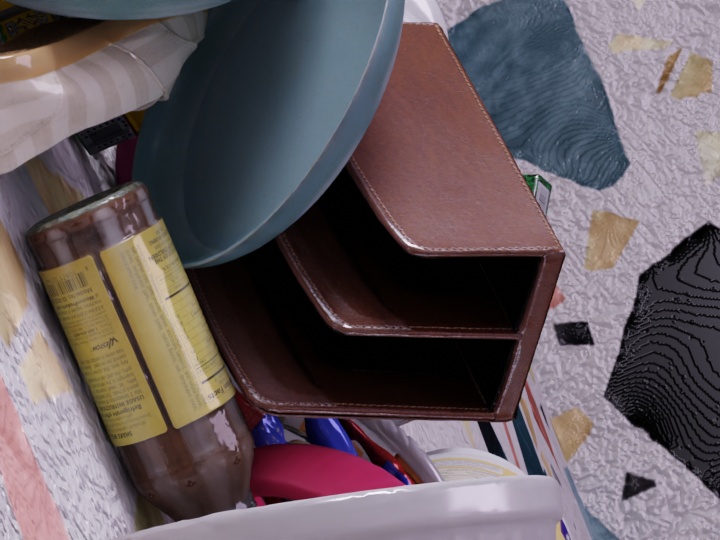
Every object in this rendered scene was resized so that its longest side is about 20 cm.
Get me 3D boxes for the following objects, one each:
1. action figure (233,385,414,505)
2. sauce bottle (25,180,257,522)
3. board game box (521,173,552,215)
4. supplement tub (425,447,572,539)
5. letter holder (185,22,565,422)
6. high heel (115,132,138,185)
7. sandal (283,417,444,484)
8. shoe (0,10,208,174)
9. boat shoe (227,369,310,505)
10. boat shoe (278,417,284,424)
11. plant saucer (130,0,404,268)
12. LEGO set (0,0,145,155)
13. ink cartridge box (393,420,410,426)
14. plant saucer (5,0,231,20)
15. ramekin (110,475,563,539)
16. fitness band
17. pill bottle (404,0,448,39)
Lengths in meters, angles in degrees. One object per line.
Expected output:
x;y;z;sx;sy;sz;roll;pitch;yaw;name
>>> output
-0.015;0.102;1.456;0.200;0.065;0.052;51;-25;-22;action figure
-0.090;0.061;1.337;0.065;0.064;0.201;-68;138;-79;sauce bottle
0.000;0.000;1.524;0.023;0.199;0.105;40;56;-54;board game box
0.053;0.188;1.659;0.200;0.145;0.146;-76;143;-76;supplement tub
-0.008;-0.028;1.394;0.200;0.141;0.101;-115;-147;-50;letter holder
-0.109;-0.100;1.629;0.201;0.067;0.096;-84;165;-46;high heel
-0.034;0.081;1.585;0.206;0.059;0.079;39;-9;17;sandal
-0.130;-0.090;1.354;0.200;0.070;0.054;-30;108;-59;shoe
-0.039;0.112;1.518;0.075;0.068;0.201;-80;147;-71;boat shoe
-0.061;0.005;1.677;0.073;0.063;0.202;54;17;-62;boat shoe
-0.040;-0.088;1.372;0.027;0.200;0.201;29;29;-29;plant saucer
-0.124;-0.167;1.512;0.201;0.115;0.154;-104;169;-46;LEGO set
0.006;0.063;1.789;0.200;0.114;0.068;22;47;-79;ink cartridge box
-0.114;-0.162;1.372;0.200;0.198;0.036;-97;-172;-61;plant saucer
-0.008;0.147;1.209;0.202;0.201;0.095;34;46;-76;ramekin
0.000;0.159;1.422;0.038;0.143;0.201;-55;134;-33;fitness band
-0.016;-0.126;1.589;0.200;0.119;0.120;-116;-179;-66;pill bottle
